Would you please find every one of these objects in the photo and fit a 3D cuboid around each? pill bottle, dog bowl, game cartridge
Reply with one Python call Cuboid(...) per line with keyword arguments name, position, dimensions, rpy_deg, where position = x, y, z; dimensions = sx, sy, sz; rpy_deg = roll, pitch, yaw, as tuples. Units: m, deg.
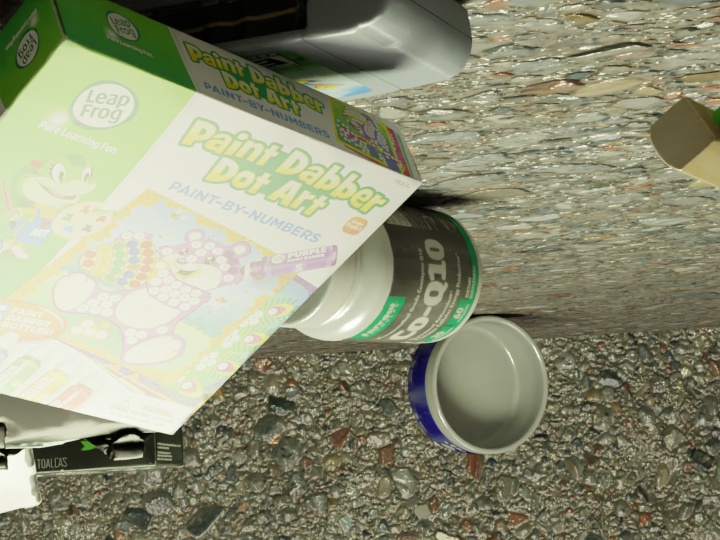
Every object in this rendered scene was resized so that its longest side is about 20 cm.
Cuboid(name="pill bottle", position=(0.000, 0.000, 1.382), dimensions=(0.113, 0.113, 0.200), rpy_deg=(-9, 173, 35))
Cuboid(name="dog bowl", position=(0.172, 0.168, 2.572), dimensions=(0.200, 0.201, 0.079), rpy_deg=(0, 175, -29))
Cuboid(name="game cartridge", position=(-0.056, -0.101, 0.817), dimensions=(0.200, 0.041, 0.133), rpy_deg=(-6, 177, 22))

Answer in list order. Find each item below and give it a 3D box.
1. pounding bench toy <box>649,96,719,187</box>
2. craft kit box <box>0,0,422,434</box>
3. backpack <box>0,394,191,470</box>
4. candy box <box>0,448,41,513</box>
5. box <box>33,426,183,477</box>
Cuboid(name="pounding bench toy", position=(0.242, -0.081, 0.755), dimensions=(0.200, 0.156, 0.124), rpy_deg=(27, -171, 26))
Cuboid(name="craft kit box", position=(-0.108, -0.017, 0.780), dimensions=(0.200, 0.049, 0.198), rpy_deg=(18, 125, -40))
Cuboid(name="backpack", position=(-0.180, -0.008, 0.958), dimensions=(0.177, 0.151, 0.200), rpy_deg=(-6, -146, -13))
Cuboid(name="candy box", position=(-0.306, 0.092, 1.147), dimensions=(0.167, 0.072, 0.200), rpy_deg=(-15, 139, -17))
Cuboid(name="box", position=(-0.221, 0.056, 1.346), dimensions=(0.148, 0.201, 0.124), rpy_deg=(-4, 172, 3))
